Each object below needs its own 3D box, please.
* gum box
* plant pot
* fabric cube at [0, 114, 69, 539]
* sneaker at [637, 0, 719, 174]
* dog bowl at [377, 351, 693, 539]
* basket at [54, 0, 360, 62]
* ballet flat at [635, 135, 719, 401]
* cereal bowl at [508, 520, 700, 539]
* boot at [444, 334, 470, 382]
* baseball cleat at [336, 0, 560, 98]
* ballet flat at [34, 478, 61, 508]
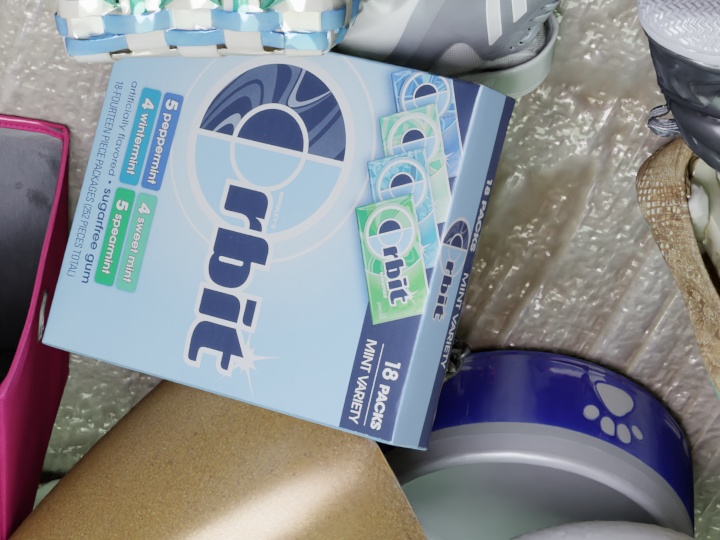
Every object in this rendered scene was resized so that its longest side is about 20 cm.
[{"bbox_3d":[-0.042,-0.022,1.187,0.199,0.171,0.045,15,180,26],"label":"gum box"},{"bbox_3d":[-0.085,0.146,1.264,0.199,0.186,0.187,-31,134,-10],"label":"plant pot"},{"bbox_3d":[-0.263,0.048,1.313,0.199,0.197,0.200,7,137,0],"label":"fabric cube"},{"bbox_3d":[0.230,-0.092,1.181,0.199,0.076,0.114,7,138,11],"label":"sneaker"},{"bbox_3d":[0.092,0.140,1.429,0.199,0.079,0.201,5,137,5],"label":"dog bowl"},{"bbox_3d":[-0.064,-0.194,1.084,0.175,0.139,0.201,-1,102,9],"label":"basket"},{"bbox_3d":[0.193,0.013,1.212,0.070,0.201,0.065,-10,151,-32],"label":"ballet flat"},{"bbox_3d":[0.125,0.196,1.344,0.199,0.084,0.201,-2,141,-2],"label":"cereal bowl"},{"bbox_3d":[0.000,0.000,1.323,0.199,0.070,0.174,-19,132,40],"label":"boot"},{"bbox_3d":[0.078,-0.141,1.165,0.199,0.070,0.106,-22,136,41],"label":"baseball cleat"},{"bbox_3d":[-0.136,0.150,1.494,0.199,0.068,0.075,-3,145,15],"label":"ballet flat"}]
